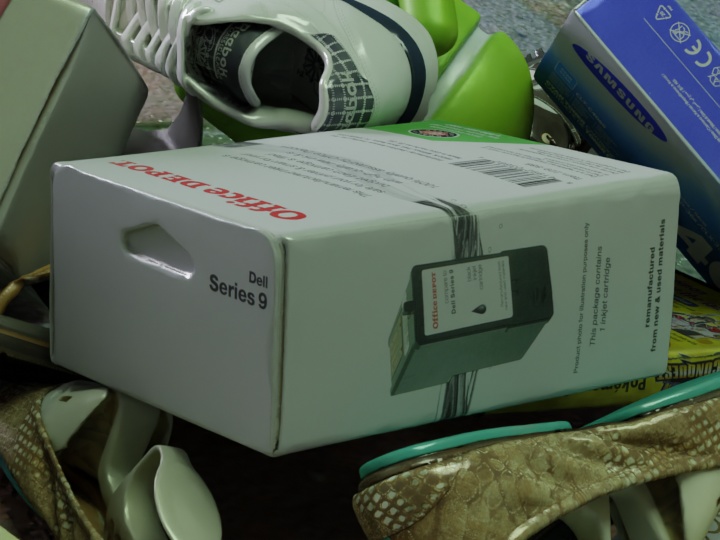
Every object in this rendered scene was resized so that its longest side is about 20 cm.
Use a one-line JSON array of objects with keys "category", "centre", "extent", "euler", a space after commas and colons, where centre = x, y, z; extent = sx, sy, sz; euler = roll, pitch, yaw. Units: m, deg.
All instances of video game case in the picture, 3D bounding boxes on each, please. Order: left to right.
[{"category": "video game case", "centre": [0.080, 0.021, 1.203], "extent": [0.181, 0.026, 0.200], "euler": [-3, 15, -28]}]

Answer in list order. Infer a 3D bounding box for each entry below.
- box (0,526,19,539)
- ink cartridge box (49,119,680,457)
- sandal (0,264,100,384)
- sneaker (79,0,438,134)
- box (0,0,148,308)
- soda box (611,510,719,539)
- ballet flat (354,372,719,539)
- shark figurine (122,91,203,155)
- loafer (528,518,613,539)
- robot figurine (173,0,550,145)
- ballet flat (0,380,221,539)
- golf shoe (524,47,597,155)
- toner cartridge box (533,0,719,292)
[{"category": "box", "centre": [-0.148, 0.119, 0.930], "extent": [0.200, 0.050, 0.075], "euler": [32, 31, 23]}, {"category": "ink cartridge box", "centre": [0.000, 0.000, 1.035], "extent": [0.200, 0.084, 0.146], "euler": [-9, 18, -39]}, {"category": "sandal", "centre": [-0.095, 0.022, 1.098], "extent": [0.200, 0.055, 0.082], "euler": [8, -9, -23]}, {"category": "sneaker", "centre": [-0.065, -0.108, 1.172], "extent": [0.200, 0.076, 0.080], "euler": [21, 26, 29]}, {"category": "box", "centre": [-0.207, -0.080, 1.134], "extent": [0.200, 0.109, 0.128], "euler": [22, -9, 10]}, {"category": "soda box", "centre": [0.152, 0.118, 1.103], "extent": [0.068, 0.064, 0.200], "euler": [28, 30, 18]}, {"category": "ballet flat", "centre": [0.086, 0.082, 0.992], "extent": [0.200, 0.071, 0.065], "euler": [-13, 80, -32]}, {"category": "shark figurine", "centre": [-0.111, -0.059, 1.242], "extent": [0.214, 0.090, 0.128], "euler": [39, 32, 30]}, {"category": "loafer", "centre": [0.039, 0.132, 1.021], "extent": [0.200, 0.072, 0.063], "euler": [-24, 69, -44]}, {"category": "robot figurine", "centre": [-0.006, -0.093, 1.272], "extent": [0.200, 0.175, 0.116], "euler": [35, 56, 0]}, {"category": "ballet flat", "centre": [-0.085, 0.083, 1.010], "extent": [0.070, 0.065, 0.200], "euler": [11, 26, -34]}, {"category": "golf shoe", "centre": [0.088, -0.067, 1.410], "extent": [0.200, 0.078, 0.095], "euler": [1, 50, -28]}, {"category": "toner cartridge box", "centre": [0.163, -0.037, 1.212], "extent": [0.043, 0.095, 0.200], "euler": [-38, 83, -15]}]
